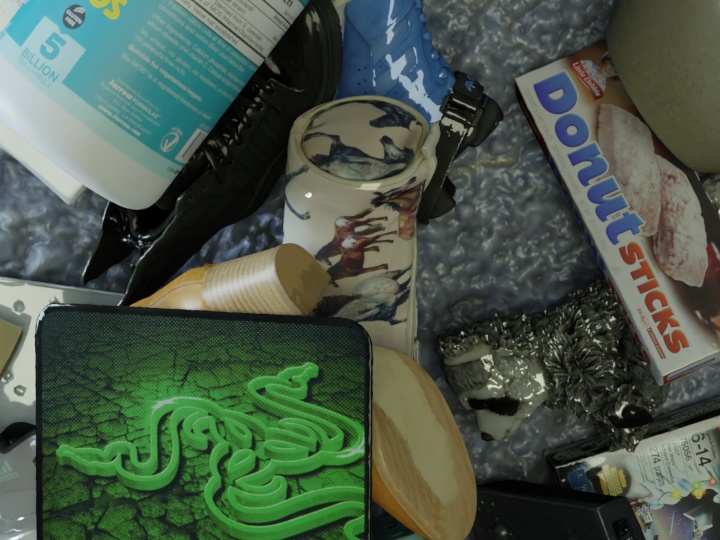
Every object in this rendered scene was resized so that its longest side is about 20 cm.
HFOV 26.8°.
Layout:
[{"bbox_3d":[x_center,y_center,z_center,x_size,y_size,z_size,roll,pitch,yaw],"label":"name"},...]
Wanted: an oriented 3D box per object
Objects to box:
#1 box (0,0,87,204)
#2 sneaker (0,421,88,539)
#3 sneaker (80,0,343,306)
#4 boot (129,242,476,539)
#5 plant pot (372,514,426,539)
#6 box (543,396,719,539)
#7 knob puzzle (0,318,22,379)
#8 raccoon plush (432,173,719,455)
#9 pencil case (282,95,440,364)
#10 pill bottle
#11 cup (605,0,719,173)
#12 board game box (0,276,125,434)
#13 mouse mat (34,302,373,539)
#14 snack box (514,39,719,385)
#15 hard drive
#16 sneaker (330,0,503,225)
[{"bbox_3d":[-0.141,-0.156,0.840,0.124,0.097,0.200,41,93,-10],"label":"box"},{"bbox_3d":[-0.132,0.118,0.844,0.199,0.078,0.141,1,98,16],"label":"sneaker"},{"bbox_3d":[-0.085,-0.065,0.833,0.060,0.104,0.200,45,132,17],"label":"sneaker"},{"bbox_3d":[-0.038,0.080,0.836,0.144,0.071,0.202,-24,108,41],"label":"boot"},{"bbox_3d":[0.016,0.256,0.902,0.141,0.141,0.201,-16,90,-3],"label":"plant pot"},{"bbox_3d":[0.208,0.191,0.955,0.136,0.040,0.201,-18,100,-3],"label":"box"},{"bbox_3d":[-0.308,0.082,0.828,0.218,0.031,0.221,6,57,-10],"label":"knob puzzle"},{"bbox_3d":[0.129,0.016,0.915,0.133,0.097,0.201,24,71,3],"label":"raccoon plush"},{"bbox_3d":[0.000,0.000,0.847,0.089,0.078,0.201,6,129,4],"label":"pencil case"},{"bbox_3d":[-0.090,-0.138,0.742,0.111,0.111,0.200,37,93,-9],"label":"pill bottle"},{"bbox_3d":[0.224,-0.136,0.846,0.143,0.200,0.201,-34,102,27],"label":"cup"},{"bbox_3d":[-0.174,0.108,0.915,0.199,0.026,0.201,8,98,-6],"label":"board game box"},{"bbox_3d":[-0.086,0.101,0.787,0.199,0.008,0.162,2,95,21],"label":"mouse mat"},{"bbox_3d":[0.162,-0.038,0.875,0.072,0.024,0.201,-23,70,-1],"label":"snack box"},{"bbox_3d":[0.137,0.223,0.913,0.042,0.135,0.201,-23,102,-33],"label":"hard drive"},{"bbox_3d":[0.033,-0.124,0.869,0.111,0.077,0.201,12,102,-1],"label":"sneaker"}]
